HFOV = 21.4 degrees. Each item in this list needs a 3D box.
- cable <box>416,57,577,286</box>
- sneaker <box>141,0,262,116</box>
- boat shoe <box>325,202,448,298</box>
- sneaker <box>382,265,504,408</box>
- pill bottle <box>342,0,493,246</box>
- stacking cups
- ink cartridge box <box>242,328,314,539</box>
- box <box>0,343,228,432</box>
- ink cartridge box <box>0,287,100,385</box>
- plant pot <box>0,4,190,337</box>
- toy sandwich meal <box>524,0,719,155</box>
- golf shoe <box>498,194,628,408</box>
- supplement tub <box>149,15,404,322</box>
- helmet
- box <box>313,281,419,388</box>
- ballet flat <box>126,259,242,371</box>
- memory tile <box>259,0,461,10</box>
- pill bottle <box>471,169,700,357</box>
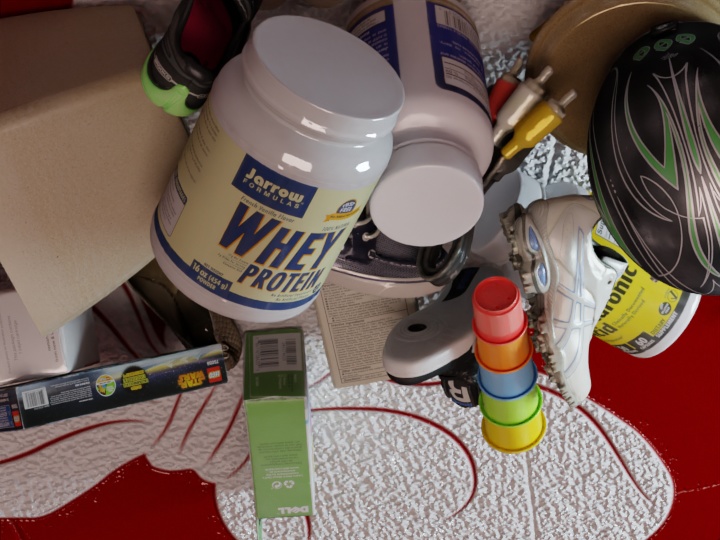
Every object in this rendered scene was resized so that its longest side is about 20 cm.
[{"bbox_3d":[0.094,-0.087,1.571,0.200,0.097,0.050,-52,137,0],"label":"cable"},{"bbox_3d":[-0.103,-0.210,1.469,0.077,0.201,0.084,27,154,-24],"label":"sneaker"},{"bbox_3d":[-0.010,-0.042,1.578,0.199,0.075,0.093,10,129,-11],"label":"boat shoe"},{"bbox_3d":[0.083,0.084,1.685,0.073,0.200,0.112,7,116,26],"label":"sneaker"},{"bbox_3d":[0.046,-0.122,1.535,0.119,0.201,0.120,-2,137,-2],"label":"pill bottle"},{"bbox_3d":[0.121,0.077,1.633,0.060,0.061,0.200,-11,139,4],"label":"stacking cups"},{"bbox_3d":[-0.074,0.165,1.799,0.059,0.104,0.201,-3,125,-1],"label":"ink cartridge box"},{"bbox_3d":[-0.236,0.106,1.686,0.199,0.137,0.040,-11,90,-31],"label":"box"},{"bbox_3d":[-0.344,0.064,1.675,0.199,0.146,0.085,-9,90,4],"label":"ink cartridge box"},{"bbox_3d":[-0.231,-0.105,1.555,0.176,0.200,0.201,-24,125,-2],"label":"plant pot"},{"bbox_3d":[0.234,-0.182,1.602,0.204,0.070,0.206,0,131,0],"label":"toy sandwich meal"},{"bbox_3d":[0.185,0.026,1.604,0.097,0.078,0.201,-18,123,-3],"label":"golf shoe"},{"bbox_3d":[-0.062,-0.076,1.437,0.144,0.145,0.200,18,125,-16],"label":"supplement tub"},{"bbox_3d":[0.272,-0.084,1.512,0.199,0.191,0.201,0,130,0],"label":"helmet"},{"bbox_3d":[0.000,0.000,1.703,0.094,0.078,0.201,-9,125,2],"label":"box"},{"bbox_3d":[-0.170,0.022,1.726,0.067,0.046,0.200,-26,123,13],"label":"ballet flat"},{"bbox_3d":[-0.004,-0.283,1.541,0.199,0.017,0.154,0,125,-3],"label":"memory tile"},{"bbox_3d":[0.196,-0.011,1.690,0.199,0.112,0.111,27,119,-20],"label":"pill bottle"}]
